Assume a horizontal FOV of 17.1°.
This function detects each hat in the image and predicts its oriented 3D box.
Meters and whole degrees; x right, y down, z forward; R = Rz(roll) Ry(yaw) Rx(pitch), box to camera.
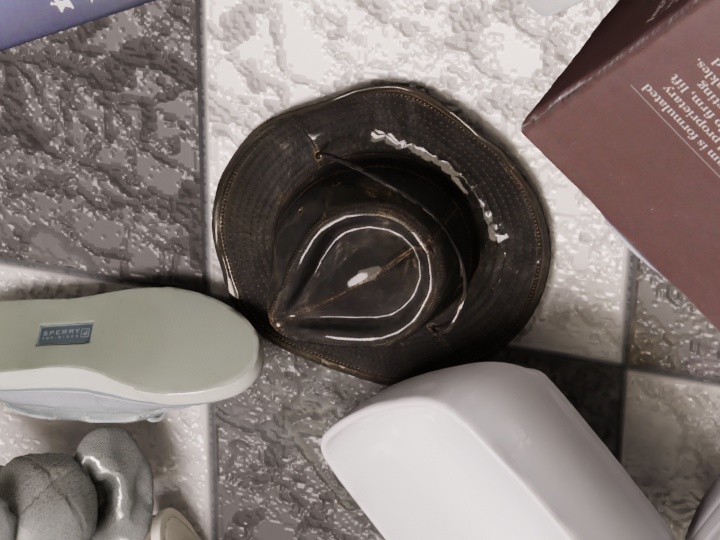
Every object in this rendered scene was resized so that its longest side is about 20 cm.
[{"bbox_3d":[0.000,0.000,1.320,0.200,0.081,0.201,9,122,15],"label":"hat"}]

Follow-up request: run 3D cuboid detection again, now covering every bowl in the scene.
[{"bbox_3d":[0.087,0.132,1.330,0.200,0.075,0.200,50,156,-7],"label":"bowl"}]

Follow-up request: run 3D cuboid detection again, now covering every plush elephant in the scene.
[{"bbox_3d":[-0.211,0.163,1.420,0.200,0.165,0.155,23,115,31],"label":"plush elephant"}]

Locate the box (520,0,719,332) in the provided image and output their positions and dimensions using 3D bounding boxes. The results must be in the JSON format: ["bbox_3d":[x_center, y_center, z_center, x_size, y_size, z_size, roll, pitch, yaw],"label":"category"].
[{"bbox_3d":[0.218,-0.095,1.106,0.166,0.164,0.200,44,143,-9],"label":"box"}]

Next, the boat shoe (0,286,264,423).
[{"bbox_3d":[-0.142,0.055,1.417,0.200,0.070,0.072,1,151,23],"label":"boat shoe"}]

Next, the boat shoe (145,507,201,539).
[{"bbox_3d":[-0.115,0.237,1.502,0.059,0.072,0.200,-5,121,20],"label":"boat shoe"}]

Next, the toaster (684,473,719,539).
[{"bbox_3d":[0.261,0.145,1.290,0.200,0.114,0.129,34,126,-1],"label":"toaster"}]

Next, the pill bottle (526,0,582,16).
[{"bbox_3d":[0.066,-0.229,1.148,0.113,0.113,0.200,-31,104,31],"label":"pill bottle"}]

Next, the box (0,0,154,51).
[{"bbox_3d":[-0.197,-0.222,1.242,0.198,0.123,0.200,-14,112,27],"label":"box"}]
